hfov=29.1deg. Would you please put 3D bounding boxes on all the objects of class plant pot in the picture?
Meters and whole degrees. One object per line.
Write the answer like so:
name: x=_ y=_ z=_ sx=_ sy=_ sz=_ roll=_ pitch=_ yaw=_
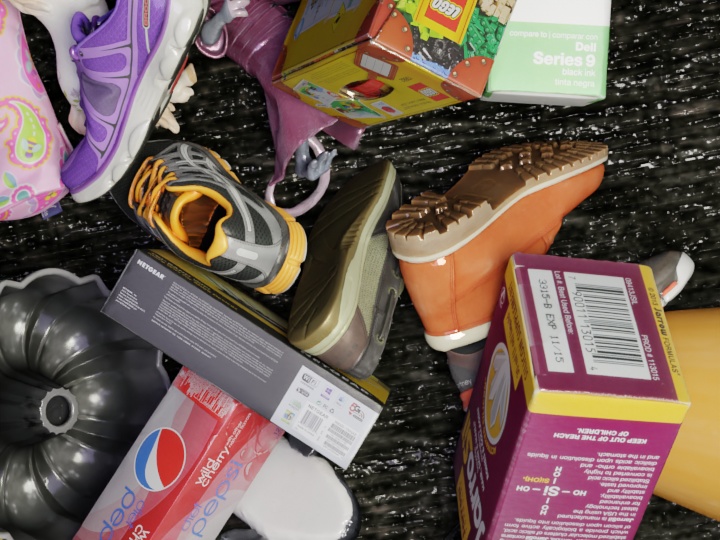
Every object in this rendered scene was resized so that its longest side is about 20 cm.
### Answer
plant pot: x=0.289 y=0.102 z=0.954 sx=0.181 sy=0.200 sz=0.204 roll=8 pitch=96 yaw=21

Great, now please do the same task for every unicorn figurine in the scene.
unicorn figurine: x=-0.197 y=-0.186 z=1.005 sx=0.135 sy=0.074 sz=0.203 roll=-12 pitch=104 yaw=-8

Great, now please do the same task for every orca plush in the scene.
orca plush: x=-0.076 y=0.169 z=1.049 sx=0.197 sy=0.071 sz=0.107 roll=2 pitch=64 yaw=27

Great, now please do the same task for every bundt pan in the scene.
bundt pan: x=-0.238 y=0.101 z=1.016 sx=0.075 sy=0.200 sz=0.205 roll=-3 pitch=96 yaw=47

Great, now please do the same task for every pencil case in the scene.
pencil case: x=-0.272 y=-0.136 z=1.039 sx=0.086 sy=0.087 sz=0.203 roll=-20 pitch=92 yaw=7

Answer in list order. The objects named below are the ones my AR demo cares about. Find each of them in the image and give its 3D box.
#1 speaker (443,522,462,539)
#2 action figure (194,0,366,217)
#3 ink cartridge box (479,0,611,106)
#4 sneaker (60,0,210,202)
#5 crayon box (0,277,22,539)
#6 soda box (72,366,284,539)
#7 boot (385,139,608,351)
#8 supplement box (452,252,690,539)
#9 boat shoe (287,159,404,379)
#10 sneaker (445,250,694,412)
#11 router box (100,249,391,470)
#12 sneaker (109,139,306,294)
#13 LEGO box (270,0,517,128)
speaker: x=0.141 y=0.264 z=1.027 sx=0.081 sy=0.081 sz=0.200 roll=-41 pitch=89 yaw=8
action figure: x=-0.064 y=-0.167 z=1.024 sx=0.200 sy=0.134 sz=0.150 roll=44 pitch=141 yaw=14
ink cartridge box: x=0.129 y=-0.219 z=0.956 sx=0.083 sy=0.146 sz=0.203 roll=3 pitch=95 yaw=4
sneaker: x=-0.171 y=-0.136 z=0.968 sx=0.083 sy=0.081 sz=0.201 roll=27 pitch=125 yaw=-6
crayon box: x=-0.346 y=0.118 z=1.079 sx=0.170 sy=0.058 sz=0.203 roll=-7 pitch=94 yaw=8
soda box: x=-0.140 y=0.170 z=0.994 sx=0.063 sy=0.070 sz=0.201 roll=31 pitch=87 yaw=37
boot: x=0.106 y=-0.023 z=0.990 sx=0.199 sy=0.075 sz=0.109 roll=-31 pitch=117 yaw=-29
supplement box: x=0.133 y=0.108 z=0.927 sx=0.101 sy=0.132 sz=0.202 roll=5 pitch=129 yaw=-8
boat shoe: x=0.001 y=0.000 z=0.980 sx=0.071 sy=0.202 sz=0.066 roll=-31 pitch=114 yaw=31
sneaker: x=0.146 y=0.027 z=1.013 sx=0.198 sy=0.077 sz=0.083 roll=-30 pitch=85 yaw=7
router box: x=-0.074 y=0.058 z=0.994 sx=0.199 sy=0.157 sz=0.053 roll=33 pitch=92 yaw=2
sneaker: x=-0.126 y=-0.049 z=1.003 sx=0.199 sy=0.077 sz=0.079 roll=26 pitch=98 yaw=38
LEGO box: x=0.028 y=-0.180 z=0.868 sx=0.076 sy=0.200 sz=0.151 roll=23 pitch=83 yaw=-19
